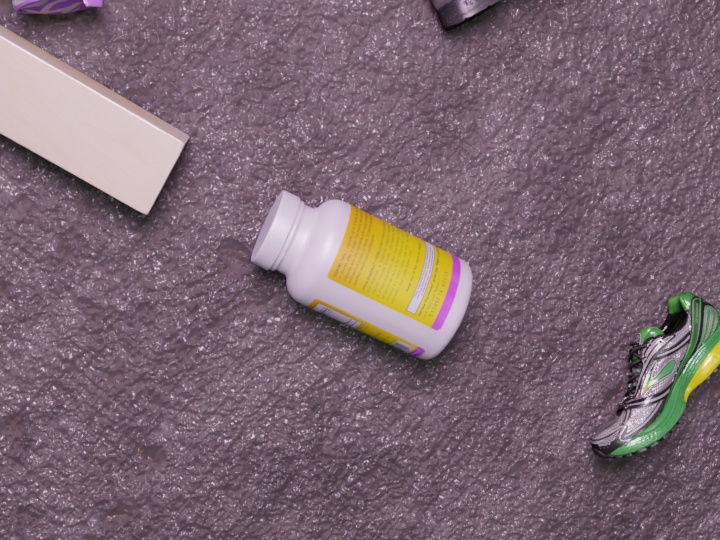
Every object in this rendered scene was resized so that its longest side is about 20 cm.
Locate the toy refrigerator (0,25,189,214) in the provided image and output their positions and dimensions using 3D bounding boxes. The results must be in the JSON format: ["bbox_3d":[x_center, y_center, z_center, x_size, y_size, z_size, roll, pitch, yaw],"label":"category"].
[{"bbox_3d":[-0.260,-0.137,0.874,0.198,0.070,0.077,29,99,-11],"label":"toy refrigerator"}]

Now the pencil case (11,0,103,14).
[{"bbox_3d":[-0.276,-0.324,0.836,0.084,0.084,0.204,-4,101,22],"label":"pencil case"}]

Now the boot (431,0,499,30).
[{"bbox_3d":[0.133,-0.332,0.920,0.198,0.070,0.133,-29,96,-9],"label":"boot"}]

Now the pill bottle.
[{"bbox_3d":[0.000,0.000,0.917,0.198,0.104,0.106,25,92,-12],"label":"pill bottle"}]

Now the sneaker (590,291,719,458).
[{"bbox_3d":[0.301,0.110,1.007,0.085,0.078,0.201,40,80,-6],"label":"sneaker"}]
